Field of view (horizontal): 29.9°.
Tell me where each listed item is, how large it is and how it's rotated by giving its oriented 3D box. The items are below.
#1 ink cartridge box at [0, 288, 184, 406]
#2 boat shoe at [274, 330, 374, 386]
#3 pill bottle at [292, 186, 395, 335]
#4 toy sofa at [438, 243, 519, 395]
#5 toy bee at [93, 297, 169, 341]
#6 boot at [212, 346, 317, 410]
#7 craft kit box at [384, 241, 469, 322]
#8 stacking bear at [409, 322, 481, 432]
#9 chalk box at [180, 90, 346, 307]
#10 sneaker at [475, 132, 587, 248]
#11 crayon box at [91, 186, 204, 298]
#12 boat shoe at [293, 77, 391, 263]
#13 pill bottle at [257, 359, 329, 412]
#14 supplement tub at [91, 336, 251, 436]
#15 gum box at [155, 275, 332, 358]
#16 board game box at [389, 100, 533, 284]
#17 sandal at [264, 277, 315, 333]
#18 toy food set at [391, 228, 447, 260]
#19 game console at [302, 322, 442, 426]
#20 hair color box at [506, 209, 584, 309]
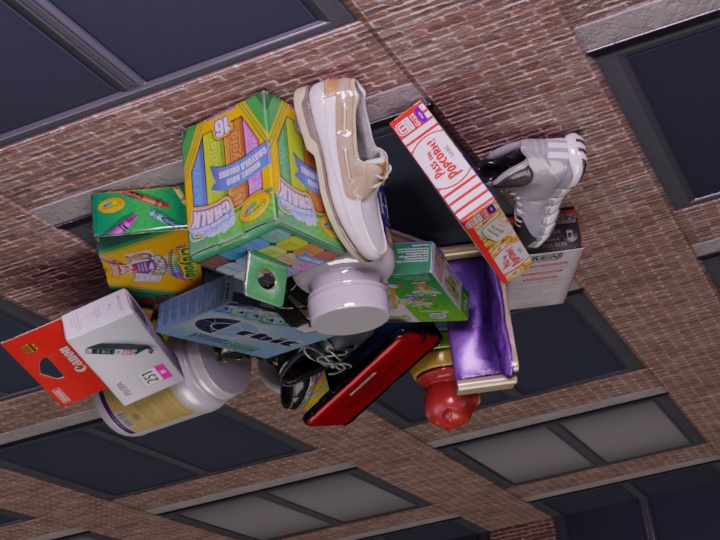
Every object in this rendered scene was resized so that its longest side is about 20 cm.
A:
[{"bbox_3d":[-0.342,0.118,1.749,0.173,0.044,0.200,-24,147,0],"label":"ink cartridge box"},{"bbox_3d":[-0.047,0.103,1.784,0.075,0.062,0.200,24,147,-36],"label":"boat shoe"},{"bbox_3d":[-0.023,-0.035,1.525,0.119,0.200,0.120,-7,158,-3],"label":"pill bottle"},{"bbox_3d":[0.156,0.062,1.814,0.083,0.200,0.098,-7,164,0],"label":"toy sofa"},{"bbox_3d":[-0.326,0.093,1.845,0.131,0.109,0.200,-4,157,-13],"label":"toy bee"},{"bbox_3d":[-0.137,0.116,1.902,0.153,0.074,0.204,-6,125,-25],"label":"boot"},{"bbox_3d":[0.019,0.019,1.699,0.200,0.049,0.198,-3,163,18],"label":"craft kit box"},{"bbox_3d":[0.122,0.131,1.961,0.113,0.200,0.122,-6,157,-4],"label":"stacking bear"},{"bbox_3d":[-0.101,-0.063,1.432,0.124,0.200,0.125,-22,154,30],"label":"chalk box"},{"bbox_3d":[0.187,-0.100,1.624,0.115,0.075,0.200,3,145,-13],"label":"sneaker"},{"bbox_3d":[-0.254,-0.031,1.641,0.118,0.058,0.200,-5,157,-5],"label":"crayon box"},{"bbox_3d":[-0.005,-0.103,1.406,0.068,0.200,0.075,-14,-161,19],"label":"boat shoe"},{"bbox_3d":[-0.077,0.165,2.097,0.104,0.104,0.200,-14,156,15],"label":"pill bottle"},{"bbox_3d":[-0.272,0.147,1.939,0.200,0.146,0.145,-21,154,27],"label":"supplement tub"},{"bbox_3d":[-0.138,0.059,1.714,0.170,0.045,0.200,16,159,-31],"label":"gum box"},{"bbox_3d":[0.117,-0.084,1.516,0.046,0.152,0.200,-36,152,4],"label":"board game box"},{"bbox_3d":[-0.099,-0.017,1.603,0.080,0.201,0.057,-23,-164,13],"label":"sandal"},{"bbox_3d":[0.000,0.000,1.785,0.200,0.061,0.143,19,145,-40],"label":"toy food set"},{"bbox_3d":[0.002,0.112,1.873,0.200,0.119,0.172,-44,156,19],"label":"game console"},{"bbox_3d":[0.239,-0.011,1.846,0.101,0.061,0.200,-7,158,-3],"label":"hair color box"}]
